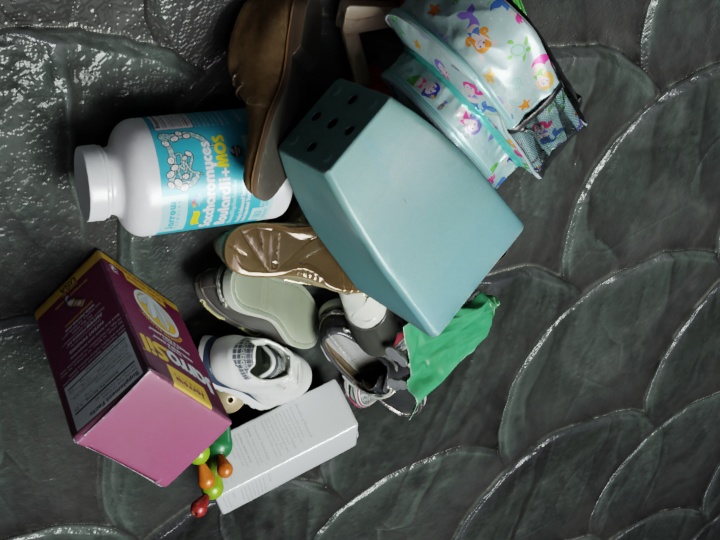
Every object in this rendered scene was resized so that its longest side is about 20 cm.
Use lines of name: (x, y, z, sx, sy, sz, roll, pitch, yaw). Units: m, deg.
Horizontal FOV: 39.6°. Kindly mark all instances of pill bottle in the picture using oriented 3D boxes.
pill bottle: (-0.171, -0.095, 0.967, 0.196, 0.111, 0.113, -10, 129, -25)

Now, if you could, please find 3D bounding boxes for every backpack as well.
backpack: (0.109, -0.189, 0.951, 0.150, 0.178, 0.200, -41, 144, 0)

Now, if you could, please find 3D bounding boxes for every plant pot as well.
plant pot: (0.025, -0.072, 0.937, 0.142, 0.141, 0.200, -49, 129, -9)

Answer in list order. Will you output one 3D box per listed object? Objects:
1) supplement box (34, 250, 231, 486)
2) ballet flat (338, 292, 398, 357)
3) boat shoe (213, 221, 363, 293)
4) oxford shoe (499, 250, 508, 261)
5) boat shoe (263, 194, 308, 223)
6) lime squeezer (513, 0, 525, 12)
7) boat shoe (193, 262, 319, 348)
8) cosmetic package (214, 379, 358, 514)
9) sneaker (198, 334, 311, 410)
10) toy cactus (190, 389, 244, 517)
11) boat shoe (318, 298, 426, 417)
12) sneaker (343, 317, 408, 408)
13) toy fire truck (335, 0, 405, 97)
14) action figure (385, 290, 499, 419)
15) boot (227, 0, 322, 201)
supplement box: (-0.234, 0.096, 1.013, 0.103, 0.201, 0.131, -41, 136, 5)
ballet flat: (0.000, 0.000, 1.124, 0.068, 0.067, 0.205, -14, 99, -70)
boat shoe: (-0.055, -0.021, 1.049, 0.196, 0.064, 0.073, 9, 93, -25)
oxford shoe: (0.093, 0.000, 1.224, 0.198, 0.085, 0.073, -32, 136, -4)
boat shoe: (-0.056, -0.082, 1.079, 0.062, 0.074, 0.202, 14, 125, -35)
lime squeezer: (0.153, -0.334, 1.020, 0.038, 0.070, 0.200, -51, 166, -8)
boat shoe: (-0.113, 0.040, 1.145, 0.059, 0.073, 0.201, -3, 158, 27)
cosmetic package: (-0.104, 0.222, 1.260, 0.197, 0.075, 0.102, -26, 160, -14)
sneaker: (-0.104, 0.117, 1.162, 0.079, 0.078, 0.199, -10, 165, 27)
toy cactus: (-0.183, 0.164, 1.165, 0.164, 0.101, 0.203, -33, 104, -50)
boat shoe: (0.016, 0.121, 1.218, 0.073, 0.061, 0.201, -24, 122, 19)
sneaker: (0.054, 0.099, 1.283, 0.080, 0.075, 0.201, 29, 107, -42)
toy fire truck: (0.025, -0.263, 1.002, 0.140, 0.049, 0.201, -39, 135, 0)
action figure: (0.106, 0.076, 1.188, 0.199, 0.054, 0.120, -30, 129, -42)
boot: (-0.090, -0.164, 0.936, 0.074, 0.074, 0.204, 50, 48, -71)
